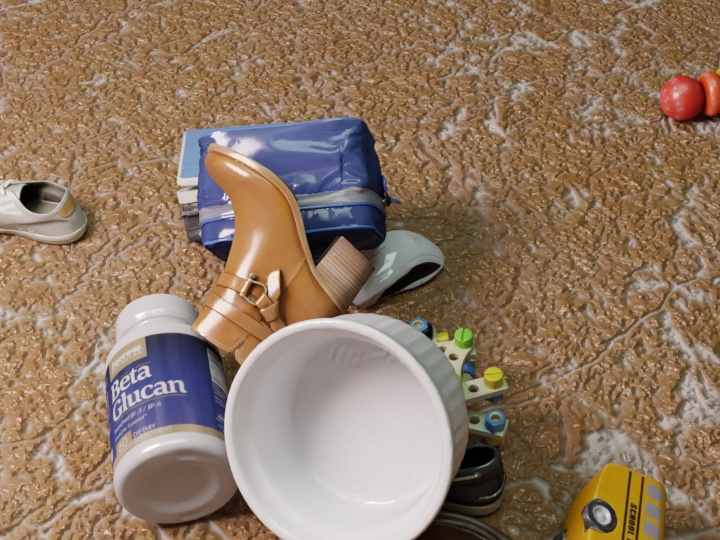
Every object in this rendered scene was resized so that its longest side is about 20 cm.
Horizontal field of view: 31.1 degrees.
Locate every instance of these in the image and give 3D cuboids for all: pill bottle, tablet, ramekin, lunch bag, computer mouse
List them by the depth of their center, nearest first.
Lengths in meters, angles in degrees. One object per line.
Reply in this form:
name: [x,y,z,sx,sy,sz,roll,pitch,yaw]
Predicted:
ramekin: [-0.005,0.131,1.082,0.199,0.202,0.098,17,14,17]
pill bottle: [-0.175,0.118,1.175,0.110,0.112,0.201,-8,43,-9]
lunch bag: [-0.060,-0.069,1.292,0.198,0.136,0.133,-5,82,9]
computer mouse: [0.000,0.000,1.352,0.199,0.044,0.110,-26,48,-25]
tablet: [-0.140,-0.133,1.464,0.129,0.014,0.200,-5,22,-3]

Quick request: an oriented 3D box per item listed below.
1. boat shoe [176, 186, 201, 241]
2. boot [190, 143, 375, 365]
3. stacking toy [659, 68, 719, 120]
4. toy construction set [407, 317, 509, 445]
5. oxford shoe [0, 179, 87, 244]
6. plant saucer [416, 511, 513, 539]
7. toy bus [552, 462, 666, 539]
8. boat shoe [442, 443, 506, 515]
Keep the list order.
boat shoe: [-0.101,-0.078,1.424,0.199,0.061,0.074,-14,13,-20]
boot: [-0.104,-0.006,1.179,0.200,0.074,0.155,42,85,6]
stacking toy: [0.463,-0.219,1.576,0.199,0.086,0.086,-10,43,-1]
toy construction set: [0.036,0.104,1.215,0.199,0.092,0.132,5,43,-10]
oxford shoe: [-0.397,-0.075,1.420,0.199,0.058,0.075,8,46,10]
plant saucer: [0.063,0.275,1.070,0.199,0.032,0.201,0,44,0]
toy bus: [0.200,0.256,1.056,0.078,0.065,0.201,24,44,-6]
boat shoe: [0.034,0.164,1.163,0.199,0.063,0.073,11,44,11]
